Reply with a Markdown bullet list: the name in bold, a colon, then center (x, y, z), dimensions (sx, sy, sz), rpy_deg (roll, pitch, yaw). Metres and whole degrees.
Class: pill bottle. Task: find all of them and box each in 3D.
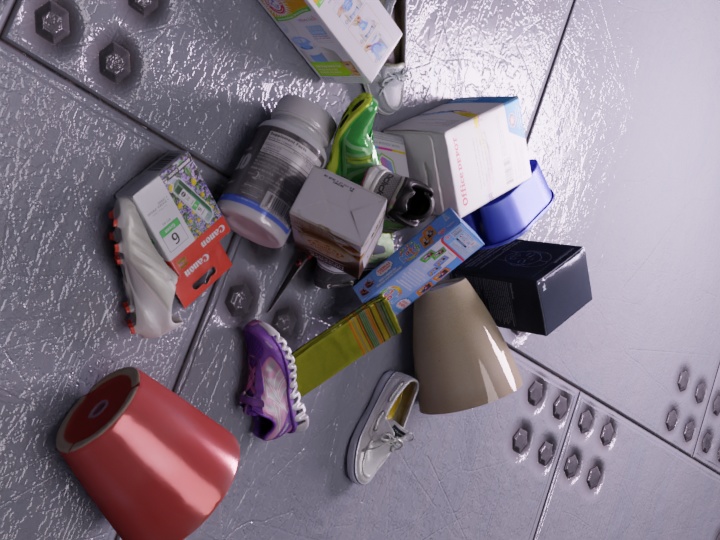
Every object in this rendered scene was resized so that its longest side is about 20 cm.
- **pill bottle**: center (-0.118, -0.145, 1.535), dimensions (0.114, 0.113, 0.201), rpy_deg (41, 68, -40)

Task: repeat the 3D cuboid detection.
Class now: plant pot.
- **plant pot**: center (0.163, 0.121, 1.830), dimensions (0.187, 0.187, 0.202), rpy_deg (-20, 95, -41)
- **plant pot**: center (-0.287, 0.236, 1.392), dimensions (0.178, 0.200, 0.201), rpy_deg (50, 62, -25)

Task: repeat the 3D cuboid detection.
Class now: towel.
- **towel**: center (-0.030, 0.121, 1.668), dimensions (0.199, 0.018, 0.086), rpy_deg (-34, 128, -7)

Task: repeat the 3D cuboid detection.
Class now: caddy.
- **caddy**: center (0.255, -0.112, 1.889), dimensions (0.200, 0.141, 0.105), rpy_deg (-42, 118, -31)

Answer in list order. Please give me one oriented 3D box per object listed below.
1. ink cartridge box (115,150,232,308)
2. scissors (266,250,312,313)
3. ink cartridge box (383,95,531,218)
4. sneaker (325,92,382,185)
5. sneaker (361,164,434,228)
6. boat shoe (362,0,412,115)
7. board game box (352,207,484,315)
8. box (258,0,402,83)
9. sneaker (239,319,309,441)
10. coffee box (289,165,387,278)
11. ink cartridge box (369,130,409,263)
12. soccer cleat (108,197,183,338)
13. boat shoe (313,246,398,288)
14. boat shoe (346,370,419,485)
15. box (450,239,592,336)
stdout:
- **ink cartridge box**: center (-0.242, -0.053, 1.471), dimensions (0.109, 0.050, 0.201), rpy_deg (-45, 124, -30)
- **scissors**: center (-0.092, -0.024, 1.642), dimensions (0.200, 0.073, 0.014), rpy_deg (-46, 149, 0)
- **ink cartridge box**: center (0.163, -0.194, 1.780), dimensions (0.199, 0.144, 0.148), rpy_deg (-28, 115, -38)
- **sneaker**: center (-0.001, -0.175, 1.560), dimensions (0.074, 0.083, 0.201), rpy_deg (-74, -179, -46)
- **sneaker**: center (0.073, -0.098, 1.575), dimensions (0.074, 0.087, 0.200), rpy_deg (-60, 154, 3)
- **boat shoe**: center (0.046, -0.351, 1.697), dimensions (0.074, 0.064, 0.204), rpy_deg (-8, 102, -43)
- **board game box**: center (0.096, -0.008, 1.711), dimensions (0.200, 0.037, 0.151), rpy_deg (-40, 157, 8)
- **box**: center (-0.049, -0.381, 1.565), dimensions (0.200, 0.112, 0.102), rpy_deg (48, 66, -37)
- **sneaker**: center (-0.143, 0.172, 1.590), dimensions (0.088, 0.080, 0.202), rpy_deg (-28, 116, -30)
- **coffee box**: center (-0.031, -0.065, 1.517), dimensions (0.080, 0.114, 0.200), rpy_deg (-63, 175, -12)
- **ink cartridge box**: center (0.027, -0.116, 1.676), dimensions (0.103, 0.059, 0.202), rpy_deg (6, 73, -45)
- **soccer cleat**: center (-0.286, -0.006, 1.418), dimensions (0.077, 0.069, 0.202), rpy_deg (-13, 114, -17)
- **boat shoe**: center (0.000, 0.000, 1.712), dimensions (0.199, 0.070, 0.067), rpy_deg (-8, 127, -51)
- **boat shoe**: center (0.050, 0.270, 1.784), dimensions (0.075, 0.086, 0.203), rpy_deg (40, 69, -40)
- **box**: center (0.287, 0.024, 1.899), dimensions (0.148, 0.199, 0.108), rpy_deg (-31, 117, -36)
